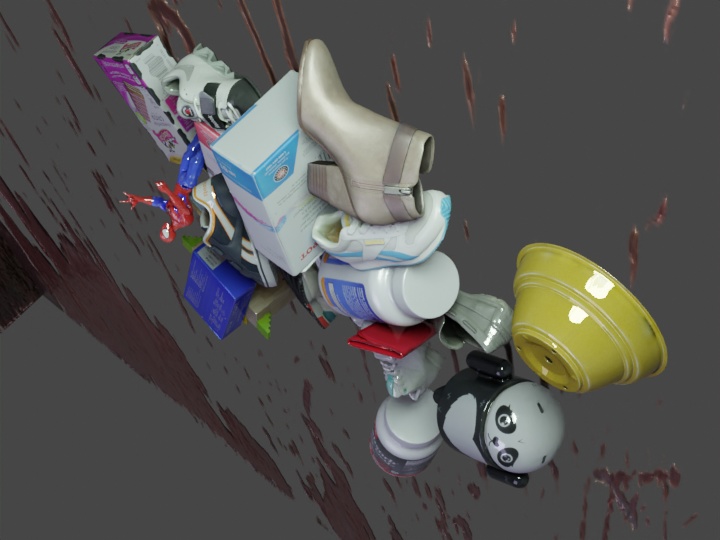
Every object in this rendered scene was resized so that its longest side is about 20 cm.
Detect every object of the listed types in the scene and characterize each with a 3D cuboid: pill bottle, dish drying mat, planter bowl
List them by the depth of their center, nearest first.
[{"bbox_3d":[0.225,0.072,1.282,0.200,0.083,0.201,39,161,16],"label":"planter bowl"},{"bbox_3d":[0.037,0.012,1.496,0.112,0.112,0.200,52,160,-22],"label":"pill bottle"},{"bbox_3d":[0.051,0.078,1.536,0.076,0.018,0.200,15,-167,17],"label":"dish drying mat"},{"bbox_3d":[0.078,0.257,1.916,0.116,0.116,0.200,40,160,12],"label":"pill bottle"}]

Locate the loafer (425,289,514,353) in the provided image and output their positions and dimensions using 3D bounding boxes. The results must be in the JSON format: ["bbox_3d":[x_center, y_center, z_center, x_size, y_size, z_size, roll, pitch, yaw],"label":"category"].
[{"bbox_3d":[0.118,0.062,1.495,0.070,0.070,0.200,49,162,-24],"label":"loafer"}]

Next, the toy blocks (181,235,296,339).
[{"bbox_3d":[-0.158,-0.013,1.825,0.200,0.137,0.100,44,157,17],"label":"toy blocks"}]

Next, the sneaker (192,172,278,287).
[{"bbox_3d":[-0.161,-0.051,1.536,0.201,0.079,0.079,74,-173,-46],"label":"sneaker"}]

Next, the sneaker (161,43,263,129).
[{"bbox_3d":[-0.178,-0.207,1.479,0.200,0.088,0.074,38,159,42],"label":"sneaker"}]

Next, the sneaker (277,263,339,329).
[{"bbox_3d":[-0.052,0.009,1.694,0.070,0.093,0.200,48,172,25],"label":"sneaker"}]

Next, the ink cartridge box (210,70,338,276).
[{"bbox_3d":[-0.080,-0.113,1.424,0.084,0.145,0.200,32,157,32],"label":"ink cartridge box"}]

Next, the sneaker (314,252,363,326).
[{"bbox_3d":[0.000,0.000,1.631,0.079,0.074,0.201,3,139,39],"label":"sneaker"}]

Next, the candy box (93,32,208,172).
[{"bbox_3d":[-0.282,-0.241,1.698,0.136,0.061,0.200,19,149,55],"label":"candy box"}]

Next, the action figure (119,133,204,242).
[{"bbox_3d":[-0.259,-0.137,1.628,0.099,0.201,0.065,10,-167,-35],"label":"action figure"}]

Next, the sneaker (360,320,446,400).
[{"bbox_3d":[0.054,0.132,1.657,0.075,0.089,0.200,21,171,36],"label":"sneaker"}]

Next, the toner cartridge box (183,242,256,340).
[{"bbox_3d":[-0.210,0.029,1.748,0.095,0.043,0.200,50,158,7],"label":"toner cartridge box"}]

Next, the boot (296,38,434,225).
[{"bbox_3d":[0.009,-0.147,1.287,0.145,0.070,0.201,9,117,26],"label":"boot"}]

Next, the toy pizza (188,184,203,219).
[{"bbox_3d":[-0.167,-0.061,1.727,0.199,0.032,0.200,31,-166,-8],"label":"toy pizza"}]

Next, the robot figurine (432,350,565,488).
[{"bbox_3d":[0.178,0.195,1.565,0.150,0.125,0.200,40,166,-30],"label":"robot figurine"}]

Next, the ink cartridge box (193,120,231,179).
[{"bbox_3d":[-0.133,-0.130,1.593,0.145,0.085,0.200,38,158,19],"label":"ink cartridge box"}]

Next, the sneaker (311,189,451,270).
[{"bbox_3d":[0.025,-0.049,1.372,0.081,0.077,0.199,26,152,-33],"label":"sneaker"}]
